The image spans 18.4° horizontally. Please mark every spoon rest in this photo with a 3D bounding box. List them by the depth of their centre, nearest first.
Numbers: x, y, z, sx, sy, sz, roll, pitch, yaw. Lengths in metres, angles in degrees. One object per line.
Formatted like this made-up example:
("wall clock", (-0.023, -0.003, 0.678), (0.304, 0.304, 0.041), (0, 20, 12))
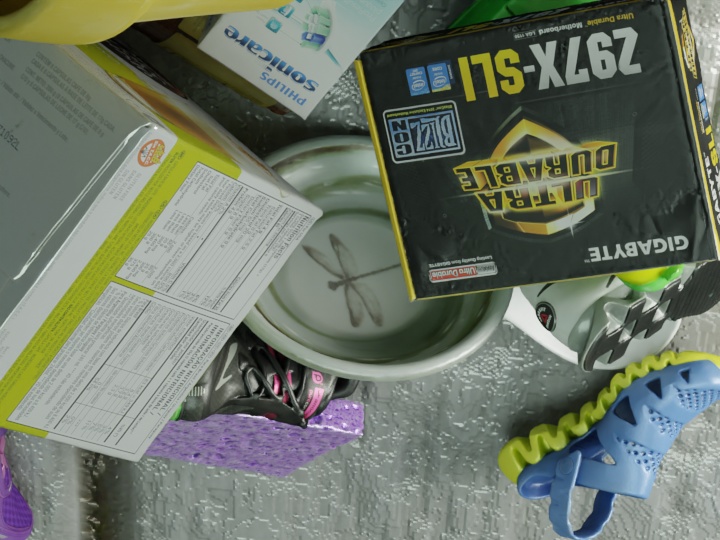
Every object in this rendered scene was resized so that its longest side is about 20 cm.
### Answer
("spoon rest", (0.127, 0.012, 1.539), (0.200, 0.061, 0.099), (21, 125, -7))

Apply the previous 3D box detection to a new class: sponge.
("sponge", (-0.107, 0.108, 1.583), (0.200, 0.030, 0.112), (13, 153, -33))

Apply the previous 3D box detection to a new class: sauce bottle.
("sauce bottle", (-0.112, -0.171, 1.414), (0.200, 0.066, 0.066), (32, 124, -30))

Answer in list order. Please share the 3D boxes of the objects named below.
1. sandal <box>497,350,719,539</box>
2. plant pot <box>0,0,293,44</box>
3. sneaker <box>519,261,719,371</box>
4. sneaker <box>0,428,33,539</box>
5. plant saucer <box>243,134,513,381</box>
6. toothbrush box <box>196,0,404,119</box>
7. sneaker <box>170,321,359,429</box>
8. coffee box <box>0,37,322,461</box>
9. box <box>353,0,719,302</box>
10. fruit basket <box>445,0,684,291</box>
("sandal", (0.191, 0.127, 1.588), (0.079, 0.087, 0.200), (15, 137, -42))
("plant pot", (-0.116, -0.218, 1.211), (0.189, 0.201, 0.201), (3, 135, -40))
("sneaker", (0.189, -0.009, 1.474), (0.089, 0.200, 0.074), (44, 135, 27))
("sneaker", (-0.294, 0.128, 1.666), (0.088, 0.080, 0.200), (-24, 119, 13))
("plant saucer", (0.000, 0.000, 1.464), (0.200, 0.200, 0.050), (12, 142, -2))
("toothbrush box", (-0.002, -0.213, 1.341), (0.085, 0.146, 0.200), (34, 122, -15))
("sneaker", (-0.061, 0.063, 1.451), (0.084, 0.200, 0.077), (20, 105, 25))
("coffee box", (-0.186, -0.034, 1.319), (0.200, 0.200, 0.198), (-54, 149, 8))
("box", (0.109, -0.073, 1.325), (0.200, 0.049, 0.160), (-7, 101, 25))
("fruit basket", (0.137, -0.086, 1.407), (0.216, 0.156, 0.216), (6, 121, 10))
